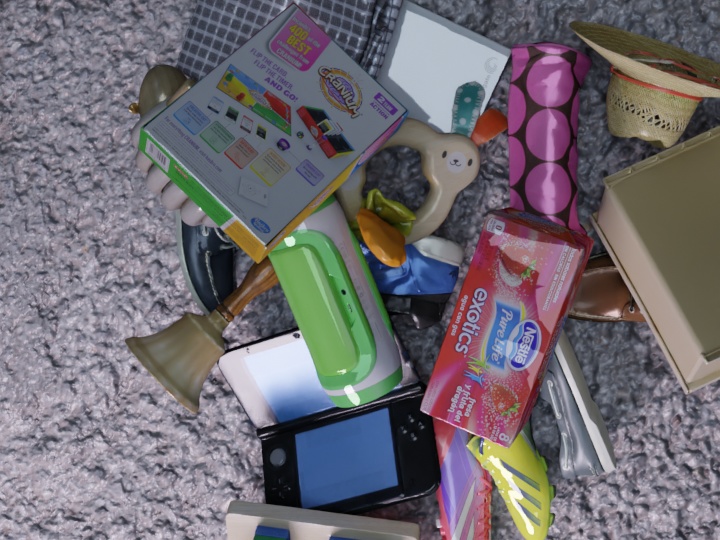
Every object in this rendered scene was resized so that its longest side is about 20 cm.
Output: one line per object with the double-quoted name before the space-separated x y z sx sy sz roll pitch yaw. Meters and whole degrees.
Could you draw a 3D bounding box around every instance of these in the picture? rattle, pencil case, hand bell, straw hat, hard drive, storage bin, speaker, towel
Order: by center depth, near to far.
"storage bin" 0.352 -0.025 1.038 0.197 0.094 0.201 -24 68 -2
"straw hat" 0.272 -0.161 1.041 0.199 0.201 0.086 19 112 6
"rattle" 0.074 -0.099 1.052 0.199 0.143 0.131 -26 93 -5
"speaker" -0.028 0.025 1.054 0.088 0.088 0.201 -20 101 10
"pencil case" 0.190 -0.125 1.106 0.090 0.093 0.202 11 102 52
"towel" -0.073 -0.239 1.106 0.199 0.085 0.167 24 100 16
"hand bell" -0.133 0.038 1.130 0.104 0.104 0.200 45 85 1
"hard drive" 0.040 -0.209 1.146 0.199 0.027 0.133 26 99 4

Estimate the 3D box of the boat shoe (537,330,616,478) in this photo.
"boat shoe" 0.199 0.122 1.139 0.061 0.073 0.201 -23 93 18

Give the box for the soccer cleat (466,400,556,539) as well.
"soccer cleat" 0.148 0.189 1.144 0.083 0.065 0.202 -15 100 -18

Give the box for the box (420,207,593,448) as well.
"box" 0.139 0.050 1.038 0.095 0.100 0.202 21 102 14

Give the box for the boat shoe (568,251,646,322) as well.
"boat shoe" 0.288 0.017 1.115 0.198 0.068 0.073 -7 96 9

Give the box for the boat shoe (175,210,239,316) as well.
"boat shoe" -0.154 -0.051 1.173 0.061 0.075 0.202 -10 86 21

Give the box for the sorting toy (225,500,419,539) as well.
"sorting toy" -0.042 0.345 1.158 0.198 0.070 0.200 5 127 7

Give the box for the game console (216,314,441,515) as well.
"game console" -0.035 0.156 1.138 0.199 0.118 0.172 -18 59 18

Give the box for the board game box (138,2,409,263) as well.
"board game box" -0.075 -0.127 0.997 0.153 0.040 0.200 44 65 4

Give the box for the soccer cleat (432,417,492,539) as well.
"soccer cleat" 0.114 0.245 1.173 0.076 0.067 0.202 -14 92 5

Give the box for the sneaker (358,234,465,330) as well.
"sneaker" 0.000 0.000 1.151 0.198 0.077 0.112 17 90 -1

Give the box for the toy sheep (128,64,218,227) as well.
"toy sheep" -0.150 -0.111 1.078 0.137 0.138 0.201 -31 88 11
